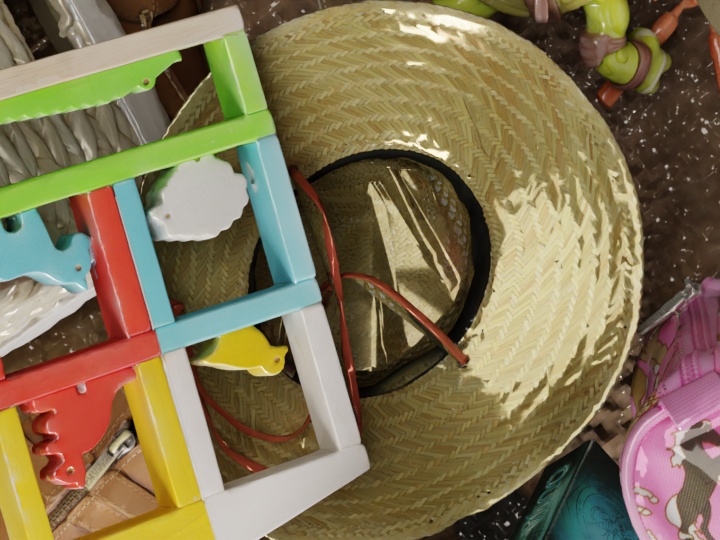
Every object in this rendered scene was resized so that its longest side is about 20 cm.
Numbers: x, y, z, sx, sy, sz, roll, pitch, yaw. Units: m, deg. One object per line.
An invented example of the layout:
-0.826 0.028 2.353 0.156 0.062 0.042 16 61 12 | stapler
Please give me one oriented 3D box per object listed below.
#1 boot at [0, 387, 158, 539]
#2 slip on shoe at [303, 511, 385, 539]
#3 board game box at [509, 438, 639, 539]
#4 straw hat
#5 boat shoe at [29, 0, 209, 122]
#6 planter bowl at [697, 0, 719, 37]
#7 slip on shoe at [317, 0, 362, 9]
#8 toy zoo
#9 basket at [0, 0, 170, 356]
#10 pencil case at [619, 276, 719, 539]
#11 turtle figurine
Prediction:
-0.151 0.093 1.138 0.200 0.077 0.156 34 89 25 | boot
-0.048 0.157 1.088 0.061 0.074 0.200 51 124 7 | slip on shoe
0.119 0.171 0.990 0.200 0.135 0.028 47 126 -11 | board game box
0.000 0.000 1.061 0.200 0.085 0.203 0 92 -8 | straw hat
-0.093 -0.114 1.124 0.068 0.072 0.200 -36 85 6 | boat shoe
0.196 -0.130 1.001 0.200 0.200 0.135 40 125 12 | planter bowl
0.040 -0.172 1.095 0.076 0.061 0.201 34 97 13 | slip on shoe
-0.073 0.022 0.977 0.131 0.020 0.201 -17 95 -27 | toy zoo
-0.205 -0.047 1.069 0.200 0.161 0.199 -31 87 41 | basket
0.132 0.056 0.995 0.086 0.200 0.083 24 100 2 | pencil case
0.058 -0.110 1.055 0.160 0.065 0.201 -18 117 12 | turtle figurine
